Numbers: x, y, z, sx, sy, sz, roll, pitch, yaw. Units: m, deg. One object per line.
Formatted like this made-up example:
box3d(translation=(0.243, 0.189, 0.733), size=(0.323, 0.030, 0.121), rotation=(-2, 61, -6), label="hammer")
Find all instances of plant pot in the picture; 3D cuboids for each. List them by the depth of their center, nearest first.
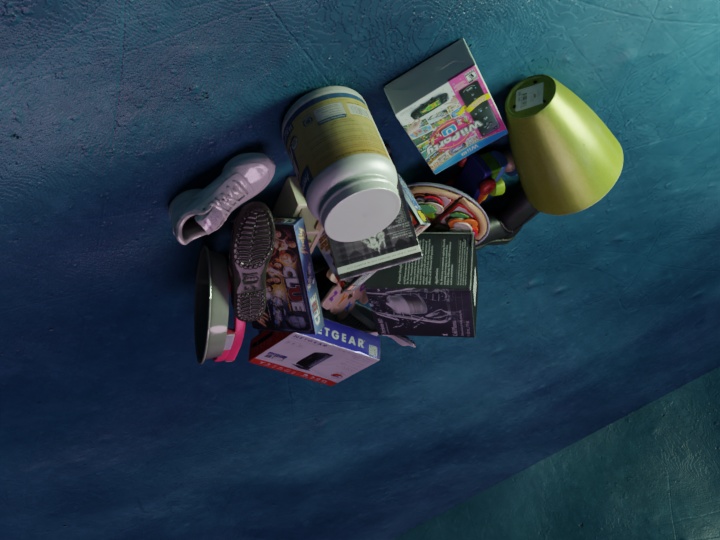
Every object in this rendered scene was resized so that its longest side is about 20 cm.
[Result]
box3d(translation=(0.326, -0.229, 1.565), size=(0.185, 0.189, 0.200), rotation=(-31, 134, 15), label="plant pot")

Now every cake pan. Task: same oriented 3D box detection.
box3d(translation=(-0.256, 0.059, 1.577), size=(0.036, 0.203, 0.201), rotation=(2, 144, -17), label="cake pan")

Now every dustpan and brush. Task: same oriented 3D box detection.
box3d(translation=(0.019, 0.114, 1.839), size=(0.058, 0.198, 0.139), rotation=(-60, 170, 24), label="dustpan and brush")

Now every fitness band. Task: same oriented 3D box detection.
box3d(translation=(-0.246, 0.080, 1.672), size=(0.037, 0.146, 0.201), rotation=(0, 149, -22), label="fitness band")

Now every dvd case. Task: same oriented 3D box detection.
box3d(translation=(0.006, -0.098, 1.520), size=(0.146, 0.203, 0.016), rotation=(-15, 171, -12), label="dvd case")

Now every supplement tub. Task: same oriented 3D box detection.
box3d(translation=(-0.028, -0.161, 1.388), size=(0.142, 0.202, 0.146), rotation=(-16, 149, -10), label="supplement tub")

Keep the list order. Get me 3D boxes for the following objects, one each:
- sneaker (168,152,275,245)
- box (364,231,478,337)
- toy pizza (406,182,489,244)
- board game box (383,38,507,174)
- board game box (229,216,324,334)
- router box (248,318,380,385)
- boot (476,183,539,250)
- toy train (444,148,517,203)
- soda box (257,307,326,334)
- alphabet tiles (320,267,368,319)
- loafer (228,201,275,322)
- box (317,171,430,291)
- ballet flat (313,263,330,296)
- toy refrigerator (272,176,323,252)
box3d(translation=(-0.213, -0.107, 1.444), size=(0.198, 0.100, 0.075), rotation=(-32, 129, 14), label="sneaker")
box3d(translation=(0.119, 0.028, 1.722), size=(0.193, 0.126, 0.201), rotation=(2, 151, 11), label="box")
box3d(translation=(0.138, -0.089, 1.679), size=(0.197, 0.032, 0.201), rotation=(14, 151, 8), label="toy pizza")
box3d(translation=(0.142, -0.259, 1.485), size=(0.146, 0.065, 0.200), rotation=(-29, 150, 11), label="board game box")
box3d(translation=(-0.141, 0.008, 1.566), size=(0.133, 0.203, 0.035), rotation=(3, -154, 29), label="board game box")
box3d(translation=(-0.090, 0.153, 1.784), size=(0.198, 0.050, 0.179), rotation=(20, 147, -28), label="router box")
box3d(translation=(0.272, -0.115, 1.780), size=(0.198, 0.077, 0.168), rotation=(-6, 150, -38), label="boot")
box3d(translation=(0.220, -0.143, 1.713), size=(0.114, 0.085, 0.201), rotation=(-21, 152, -30), label="toy train")
box3d(translation=(-0.122, 0.098, 1.859), size=(0.198, 0.069, 0.063), rotation=(14, 139, -45), label="soda box")
box3d(translation=(0.000, 0.000, 1.757), size=(0.197, 0.015, 0.200), rotation=(-54, 154, -1), label="alphabet tiles")
box3d(translation=(-0.189, -0.019, 1.509), size=(0.072, 0.071, 0.204), rotation=(1, 110, -26), label="loafer")
box3d(translation=(0.012, -0.076, 1.606), size=(0.199, 0.138, 0.040), rotation=(-40, 160, 28), label="box")
box3d(translation=(-0.092, 0.033, 1.696), size=(0.056, 0.201, 0.067), rotation=(-20, 111, 17), label="ballet flat")
box3d(translation=(-0.115, -0.071, 1.602), size=(0.075, 0.071, 0.201), rotation=(-3, 144, -29), label="toy refrigerator")
